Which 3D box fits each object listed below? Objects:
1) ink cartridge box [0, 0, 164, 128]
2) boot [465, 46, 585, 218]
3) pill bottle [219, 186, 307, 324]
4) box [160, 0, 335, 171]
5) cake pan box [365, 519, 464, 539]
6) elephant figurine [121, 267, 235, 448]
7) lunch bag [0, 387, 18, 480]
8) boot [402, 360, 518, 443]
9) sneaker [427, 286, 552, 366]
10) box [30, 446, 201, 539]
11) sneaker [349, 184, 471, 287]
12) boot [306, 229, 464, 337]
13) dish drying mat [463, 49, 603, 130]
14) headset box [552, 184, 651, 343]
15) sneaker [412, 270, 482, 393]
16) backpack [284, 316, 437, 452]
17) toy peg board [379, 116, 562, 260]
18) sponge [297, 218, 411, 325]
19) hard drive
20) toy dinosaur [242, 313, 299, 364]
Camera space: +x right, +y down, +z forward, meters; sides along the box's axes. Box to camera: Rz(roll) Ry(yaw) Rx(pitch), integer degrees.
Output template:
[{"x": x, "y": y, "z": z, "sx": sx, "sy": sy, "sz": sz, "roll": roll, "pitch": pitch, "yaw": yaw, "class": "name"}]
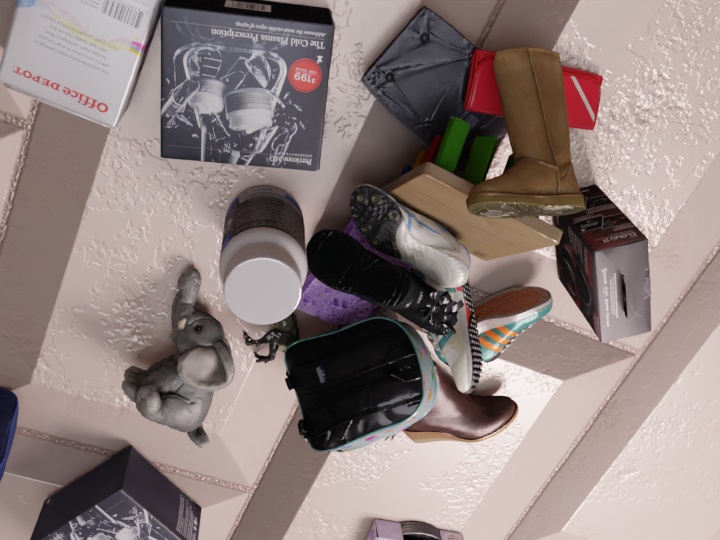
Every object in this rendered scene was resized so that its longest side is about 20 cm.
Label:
[{"x": -0.320, "y": -0.291, "z": 0.890, "sx": 0.144, "sy": 0.085, "sz": 0.201, "roll": 21, "pitch": 113, "yaw": -17, "class": "ink cartridge box"}, {"x": 0.183, "y": -0.165, "z": 0.901, "sx": 0.174, "sy": 0.066, "sz": 0.201, "roll": -2, "pitch": 79, "yaw": -34, "class": "boot"}, {"x": -0.127, "y": -0.022, "z": 0.993, "sx": 0.113, "sy": 0.200, "sz": 0.114, "roll": -3, "pitch": 119, "yaw": -5, "class": "pill bottle"}, {"x": -0.140, "y": -0.231, "z": 0.932, "sx": 0.199, "sy": 0.104, "sz": 0.183, "roll": 4, "pitch": 119, "yaw": -8, "class": "box"}, {"x": 0.083, "y": 0.561, "z": 1.423, "sx": 0.183, "sy": 0.052, "sz": 0.201, "roll": 12, "pitch": 117, "yaw": -15, "class": "cake pan box"}, {"x": -0.242, "y": 0.129, "z": 1.114, "sx": 0.200, "sy": 0.141, "sz": 0.155, "roll": -48, "pitch": 144, "yaw": 1, "class": "elephant figurine"}, {"x": -0.590, "y": 0.276, "z": 1.105, "sx": 0.135, "sy": 0.200, "sz": 0.133, "roll": 15, "pitch": 119, "yaw": -20, "class": "lunch bag"}, {"x": 0.144, "y": 0.206, "z": 1.212, "sx": 0.199, "sy": 0.073, "sz": 0.167, "roll": -16, "pitch": 130, "yaw": 10, "class": "boot"}, {"x": 0.208, "y": 0.091, "z": 1.172, "sx": 0.199, "sy": 0.072, "sz": 0.080, "roll": -23, "pitch": 120, "yaw": 15, "class": "sneaker"}, {"x": -0.401, "y": 0.425, "z": 1.253, "sx": 0.199, "sy": 0.104, "sz": 0.182, "roll": -33, "pitch": 116, "yaw": 11, "class": "box"}, {"x": 0.066, "y": -0.050, "z": 1.018, "sx": 0.200, "sy": 0.073, "sz": 0.072, "roll": 36, "pitch": 118, "yaw": -18, "class": "sneaker"}, {"x": 0.036, "y": 0.021, "z": 1.036, "sx": 0.162, "sy": 0.198, "sz": 0.074, "roll": 29, "pitch": 87, "yaw": -55, "class": "boot"}, {"x": 0.230, "y": -0.233, "z": 0.987, "sx": 0.199, "sy": 0.018, "sz": 0.077, "roll": 4, "pitch": 102, "yaw": -23, "class": "dish drying mat"}, {"x": 0.336, "y": -0.008, "z": 1.053, "sx": 0.075, "sy": 0.200, "sz": 0.149, "roll": -14, "pitch": 120, "yaw": 1, "class": "headset box"}, {"x": 0.121, "y": 0.084, "z": 1.114, "sx": 0.093, "sy": 0.070, "sz": 0.201, "roll": -11, "pitch": 79, "yaw": 19, "class": "sneaker"}, {"x": 0.013, "y": 0.162, "z": 1.104, "sx": 0.199, "sy": 0.177, "sz": 0.153, "roll": -26, "pitch": 159, "yaw": 22, "class": "backpack"}, {"x": 0.145, "y": -0.106, "z": 1.009, "sx": 0.199, "sy": 0.199, "sz": 0.098, "roll": 25, "pitch": 78, "yaw": -14, "class": "toy peg board"}, {"x": 0.000, "y": 0.000, "z": 1.100, "sx": 0.111, "sy": 0.030, "sz": 0.200, "roll": 27, "pitch": 121, "yaw": -22, "class": "sponge"}, {"x": 0.110, "y": -0.235, "z": 0.993, "sx": 0.200, "sy": 0.042, "sz": 0.135, "roll": 36, "pitch": 109, "yaw": -24, "class": "hard drive"}, {"x": -0.127, "y": 0.106, "z": 1.154, "sx": 0.088, "sy": 0.048, "sz": 0.201, "roll": -20, "pitch": 122, "yaw": -3, "class": "toy dinosaur"}]
